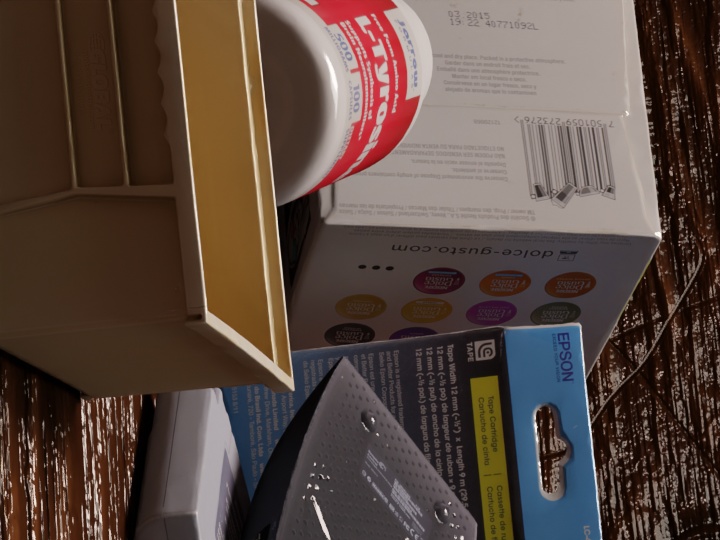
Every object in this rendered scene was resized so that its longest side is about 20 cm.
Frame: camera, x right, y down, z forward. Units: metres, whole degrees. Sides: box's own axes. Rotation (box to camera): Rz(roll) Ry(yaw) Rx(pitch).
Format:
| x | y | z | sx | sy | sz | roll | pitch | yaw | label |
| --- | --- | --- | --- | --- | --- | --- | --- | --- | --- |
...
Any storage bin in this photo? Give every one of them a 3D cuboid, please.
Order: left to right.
| x | y | z | sx | sy | sz | roll | pitch | yaw | label |
| --- | --- | --- | --- | --- | --- | --- | --- | --- | --- |
| -0.096 | -0.056 | 1.143 | 0.200 | 0.094 | 0.199 | 48 | 36 | -78 | storage bin |

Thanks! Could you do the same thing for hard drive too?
| x | y | z | sx | sy | sz | roll | pitch | yaw | label |
| --- | --- | --- | --- | --- | --- | --- | --- | --- | --- |
| -0.003 | 0.145 | 1.396 | 0.135 | 0.042 | 0.200 | 52 | 26 | -19 | hard drive |

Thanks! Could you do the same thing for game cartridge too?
| x | y | z | sx | sy | sz | roll | pitch | yaw | label |
| --- | --- | --- | --- | --- | --- | --- | --- | --- | --- |
| -0.070 | 0.164 | 1.372 | 0.133 | 0.041 | 0.200 | -93 | 173 | -56 | game cartridge |

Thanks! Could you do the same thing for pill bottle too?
| x | y | z | sx | sy | sz | roll | pitch | yaw | label |
| --- | --- | --- | --- | --- | --- | --- | --- | --- | --- |
| -0.032 | -0.098 | 1.477 | 0.200 | 0.112 | 0.112 | -29 | 112 | -68 | pill bottle |

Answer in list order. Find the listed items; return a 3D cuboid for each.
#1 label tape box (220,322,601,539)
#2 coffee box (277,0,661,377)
| x | y | z | sx | sy | sz | roll | pitch | yaw | label |
| --- | --- | --- | --- | --- | --- | --- | --- | --- | --- |
| 0.028 | 0.112 | 1.539 | 0.066 | 0.200 | 0.143 | 68 | 16 | -72 | label tape box |
| 0.050 | -0.057 | 1.701 | 0.198 | 0.199 | 0.200 | 111 | -21 | -57 | coffee box |
